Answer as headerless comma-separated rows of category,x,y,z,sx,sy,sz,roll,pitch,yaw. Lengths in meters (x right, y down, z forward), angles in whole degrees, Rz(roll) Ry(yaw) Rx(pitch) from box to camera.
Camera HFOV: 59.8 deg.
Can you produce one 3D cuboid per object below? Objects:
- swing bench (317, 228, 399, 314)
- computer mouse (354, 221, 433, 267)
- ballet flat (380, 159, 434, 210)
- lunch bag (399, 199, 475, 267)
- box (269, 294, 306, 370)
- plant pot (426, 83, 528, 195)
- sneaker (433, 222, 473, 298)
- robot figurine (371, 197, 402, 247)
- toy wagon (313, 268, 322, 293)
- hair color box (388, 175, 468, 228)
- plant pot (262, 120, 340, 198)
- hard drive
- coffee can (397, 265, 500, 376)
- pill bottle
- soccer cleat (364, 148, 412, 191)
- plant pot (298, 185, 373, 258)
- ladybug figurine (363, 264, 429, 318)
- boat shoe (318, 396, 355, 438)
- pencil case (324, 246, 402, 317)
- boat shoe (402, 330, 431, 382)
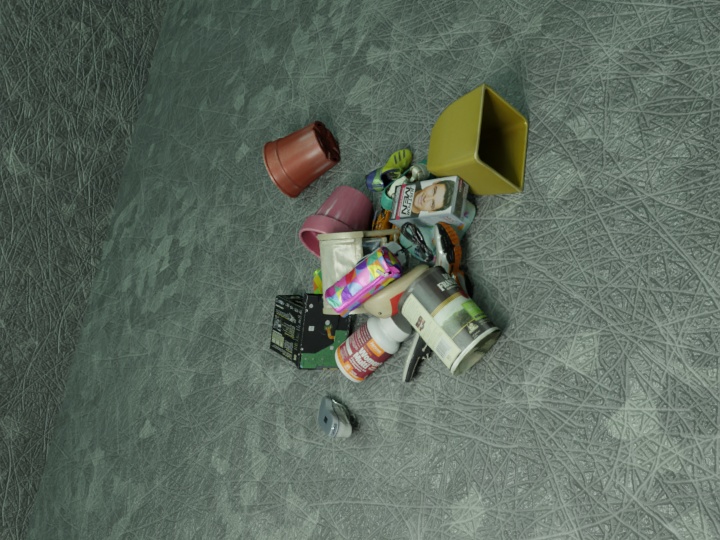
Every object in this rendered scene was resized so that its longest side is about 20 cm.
swing bench,0.000,0.000,1.623,0.128,0.197,0.205,0,96,44
computer mouse,0.071,-0.026,1.511,0.197,0.044,0.111,-31,91,9
ballet flat,0.134,-0.239,1.682,0.199,0.071,0.067,-41,75,-12
lunch bag,0.190,-0.117,1.617,0.203,0.076,0.160,-57,44,9
box,-0.168,0.174,1.807,0.198,0.085,0.169,18,103,48
plant pot,0.274,-0.299,1.542,0.197,0.193,0.200,-9,66,48
sneaker,0.200,-0.013,1.524,0.091,0.075,0.206,-16,88,48
robot figurine,0.094,-0.161,1.745,0.143,0.058,0.206,4,75,43
toy wagon,-0.086,0.062,1.797,0.200,0.039,0.157,-47,67,43
hair color box,0.168,-0.167,1.561,0.197,0.060,0.102,-2,70,44
plant pot,-0.181,-0.370,2.031,0.192,0.200,0.205,-25,56,24
hard drive,-0.098,0.167,1.697,0.038,0.136,0.206,-153,69,-66
coffee can,0.198,0.113,1.418,0.147,0.145,0.201,-49,65,16
pill bottle,0.034,0.188,1.616,0.200,0.108,0.111,-43,47,23
soccer cleat,0.094,-0.276,1.741,0.082,0.066,0.199,11,40,41
plant pot,-0.054,-0.132,1.801,0.197,0.200,0.182,3,58,45
ladybug figurine,0.099,0.054,1.530,0.197,0.073,0.136,-30,1,-16
boat shoe,-0.056,0.389,1.647,0.202,0.084,0.077,-164,93,-76
pencil case,0.007,0.027,1.463,0.199,0.088,0.090,-38,49,23
boat shoe,0.152,0.181,1.536,0.074,0.059,0.205,113,176,-83
